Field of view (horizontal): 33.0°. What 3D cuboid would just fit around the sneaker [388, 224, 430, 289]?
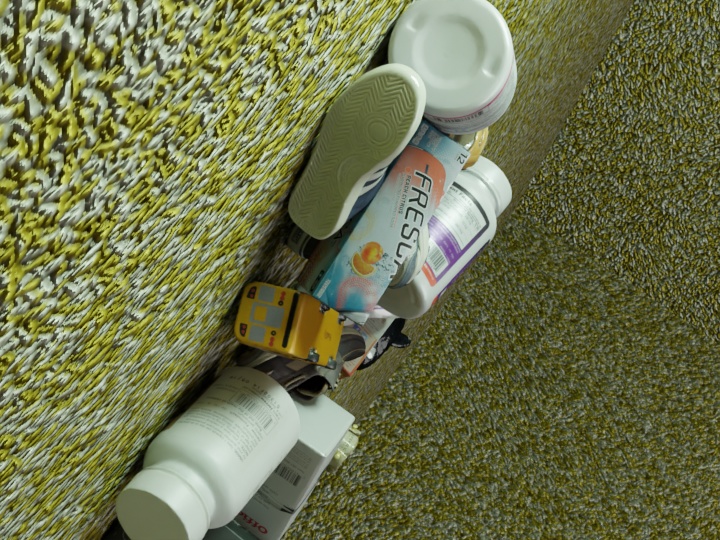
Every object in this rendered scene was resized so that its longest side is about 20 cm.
[{"bbox_3d":[0.017,-0.066,1.265,0.086,0.077,0.201,-33,129,-42],"label":"sneaker"}]

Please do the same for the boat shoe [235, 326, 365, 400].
[{"bbox_3d":[-0.063,0.115,1.413,0.074,0.074,0.199,-30,166,38],"label":"boat shoe"}]

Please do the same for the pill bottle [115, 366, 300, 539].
[{"bbox_3d":[-0.156,0.197,1.246,0.200,0.114,0.115,-47,169,-48],"label":"pill bottle"}]

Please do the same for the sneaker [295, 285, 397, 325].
[{"bbox_3d":[0.000,0.000,1.469,0.200,0.072,0.115,-7,125,-54],"label":"sneaker"}]

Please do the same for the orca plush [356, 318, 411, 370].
[{"bbox_3d":[0.039,0.081,1.714,0.105,0.071,0.200,-33,-164,33],"label":"orca plush"}]

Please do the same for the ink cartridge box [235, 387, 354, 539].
[{"bbox_3d":[-0.115,0.219,1.475,0.084,0.144,0.201,-47,169,-49],"label":"ink cartridge box"}]

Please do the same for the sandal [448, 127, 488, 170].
[{"bbox_3d":[0.116,-0.145,1.369,0.081,0.054,0.200,-59,171,25],"label":"sandal"}]

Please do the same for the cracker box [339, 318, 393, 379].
[{"bbox_3d":[-0.011,0.065,1.624,0.200,0.058,0.134,-52,-164,-31],"label":"cracker box"}]

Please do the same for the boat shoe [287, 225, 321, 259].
[{"bbox_3d":[-0.025,-0.033,1.308,0.069,0.056,0.200,-58,172,12],"label":"boat shoe"}]

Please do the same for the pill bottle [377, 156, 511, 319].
[{"bbox_3d":[0.089,-0.046,1.425,0.200,0.111,0.112,-45,168,-30],"label":"pill bottle"}]

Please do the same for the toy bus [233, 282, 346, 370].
[{"bbox_3d":[-0.068,0.061,1.272,0.200,0.078,0.066,44,58,-78],"label":"toy bus"}]

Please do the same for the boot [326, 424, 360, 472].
[{"bbox_3d":[-0.067,0.175,1.540,0.073,0.155,0.200,-50,170,-34],"label":"boot"}]

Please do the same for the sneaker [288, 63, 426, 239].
[{"bbox_3d":[0.004,-0.118,1.102,0.200,0.075,0.085,-50,176,40],"label":"sneaker"}]

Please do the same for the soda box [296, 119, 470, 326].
[{"bbox_3d":[0.021,-0.051,1.179,0.201,0.063,0.068,-58,-158,3],"label":"soda box"}]

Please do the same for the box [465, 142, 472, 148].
[{"bbox_3d":[0.106,-0.137,1.669,0.117,0.060,0.200,-52,172,-22],"label":"box"}]

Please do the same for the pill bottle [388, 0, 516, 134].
[{"bbox_3d":[0.093,-0.192,1.169,0.114,0.113,0.200,-56,173,4],"label":"pill bottle"}]

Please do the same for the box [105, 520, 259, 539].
[{"bbox_3d":[-0.199,0.327,1.392,0.125,0.148,0.200,-52,172,-10],"label":"box"}]
